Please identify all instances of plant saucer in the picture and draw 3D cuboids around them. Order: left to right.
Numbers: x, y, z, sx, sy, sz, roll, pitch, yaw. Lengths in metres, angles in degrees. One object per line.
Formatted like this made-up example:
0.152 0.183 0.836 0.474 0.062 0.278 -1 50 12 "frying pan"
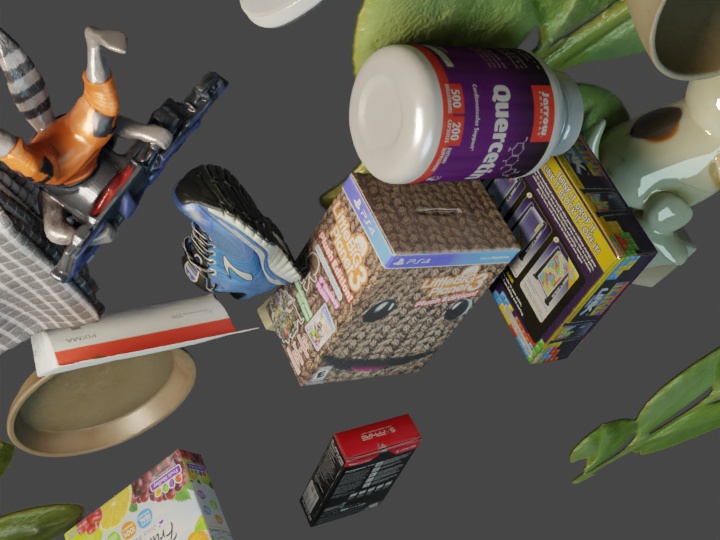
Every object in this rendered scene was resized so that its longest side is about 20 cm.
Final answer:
-0.264 0.124 1.169 0.198 0.030 0.201 -22 151 -12 "plant saucer"

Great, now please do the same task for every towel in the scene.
-0.305 0.005 0.882 0.164 0.086 0.200 -29 152 2 "towel"

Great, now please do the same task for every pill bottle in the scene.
0.096 -0.134 0.983 0.198 0.113 0.113 -6 145 -35 "pill bottle"

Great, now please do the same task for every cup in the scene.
0.275 -0.271 0.889 0.198 0.144 0.201 -21 150 -12 "cup"

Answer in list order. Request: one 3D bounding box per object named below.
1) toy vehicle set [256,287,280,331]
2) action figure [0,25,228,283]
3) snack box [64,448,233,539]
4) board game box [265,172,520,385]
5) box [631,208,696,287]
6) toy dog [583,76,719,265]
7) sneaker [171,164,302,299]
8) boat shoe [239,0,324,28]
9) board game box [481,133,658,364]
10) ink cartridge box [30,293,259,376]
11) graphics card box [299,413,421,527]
0.000 0.000 1.203 0.200 0.027 0.124 -42 148 23 "toy vehicle set"
-0.192 -0.105 0.836 0.201 0.104 0.194 -52 165 -21 "action figure"
-0.256 0.333 1.391 0.199 0.143 0.053 -37 150 16 "snack box"
0.028 0.009 1.111 0.158 0.098 0.201 -4 143 -37 "board game box"
0.292 -0.047 1.318 0.198 0.096 0.078 9 135 -46 "box"
0.346 -0.144 1.196 0.193 0.140 0.200 35 121 -18 "toy dog"
-0.121 -0.020 1.014 0.089 0.079 0.200 -32 151 2 "sneaker"
0.005 -0.234 0.794 0.200 0.071 0.070 -43 146 12 "boat shoe"
0.178 -0.040 1.115 0.056 0.202 0.166 -4 144 -34 "board game box"
-0.193 0.051 0.999 0.160 0.058 0.200 -11 173 -24 "ink cartridge box"
-0.003 0.287 1.637 0.124 0.051 0.201 -12 146 -28 "graphics card box"
